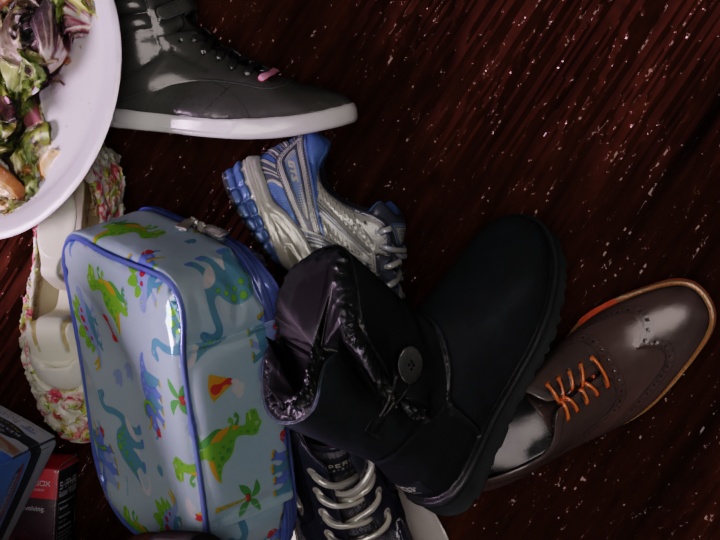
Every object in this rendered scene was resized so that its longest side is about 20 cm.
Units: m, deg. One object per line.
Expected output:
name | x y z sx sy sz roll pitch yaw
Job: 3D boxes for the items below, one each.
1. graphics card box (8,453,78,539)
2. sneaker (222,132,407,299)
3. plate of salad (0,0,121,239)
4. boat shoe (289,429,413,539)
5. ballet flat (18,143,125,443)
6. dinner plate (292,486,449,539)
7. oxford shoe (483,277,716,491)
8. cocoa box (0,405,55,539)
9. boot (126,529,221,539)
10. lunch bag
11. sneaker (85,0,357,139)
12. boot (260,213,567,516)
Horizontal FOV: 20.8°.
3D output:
graphics card box | -0.253 0.216 1.277 0.124 0.051 0.202 5 95 7
sneaker | 0.000 0.000 1.222 0.085 0.077 0.201 -35 91 1
plate of salad | -0.230 -0.120 1.220 0.198 0.048 0.202 -6 79 34
boat shoe | -0.012 0.140 1.201 0.074 0.093 0.202 -23 80 -7
ballet flat | -0.189 0.013 1.249 0.075 0.064 0.202 1 94 13
dinner plate | -0.035 0.212 1.264 0.198 0.024 0.203 0 94 6
oxford shoe | 0.135 0.077 1.209 0.199 0.073 0.071 -37 89 8
cocoa box | -0.298 0.166 1.188 0.133 0.131 0.201 28 96 6
boot | -0.174 0.239 1.133 0.199 0.068 0.190 -12 60 43
lunch bag | -0.110 0.068 1.182 0.082 0.160 0.202 -19 114 -32
sneaker | -0.098 -0.137 1.224 0.198 0.071 0.100 6 99 11
boot | 0.033 0.025 1.144 0.076 0.168 0.202 6 67 43
